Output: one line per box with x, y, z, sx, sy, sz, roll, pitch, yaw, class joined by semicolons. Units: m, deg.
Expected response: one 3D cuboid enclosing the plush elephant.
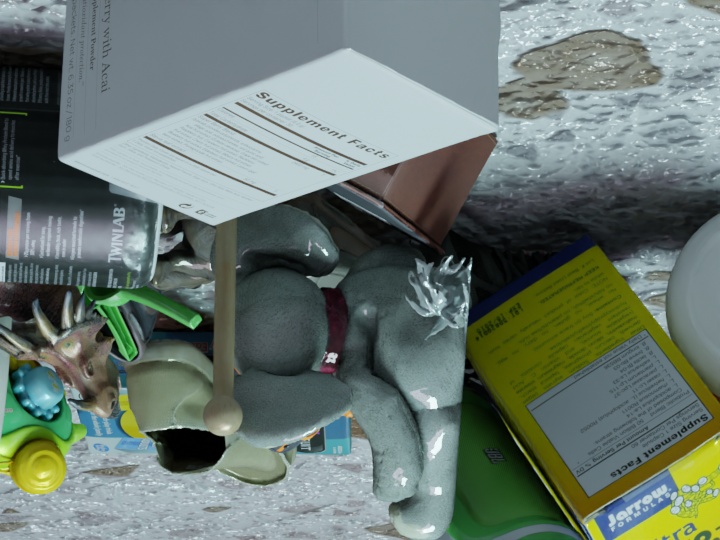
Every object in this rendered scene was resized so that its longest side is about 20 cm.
-0.016;0.049;1.636;0.154;0.165;0.200;4;149;2;plush elephant

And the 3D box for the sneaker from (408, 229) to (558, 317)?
0.112;0.013;1.825;0.086;0.081;0.200;-37;141;19;sneaker

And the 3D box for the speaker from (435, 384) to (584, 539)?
0.075;0.148;1.725;0.088;0.200;0.089;-10;122;-16;speaker

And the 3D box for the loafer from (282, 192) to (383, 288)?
0.000;0.000;1.795;0.072;0.063;0.200;-13;161;18;loafer

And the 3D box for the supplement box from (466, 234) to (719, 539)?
0.156;0.094;1.726;0.109;0.200;0.110;-32;134;-1;supplement box

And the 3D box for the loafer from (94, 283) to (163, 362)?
-0.187;0.002;1.791;0.072;0.063;0.200;-10;156;25;loafer

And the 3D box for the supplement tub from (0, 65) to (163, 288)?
-0.212;-0.055;1.568;0.199;0.123;0.123;4;158;-7;supplement tub

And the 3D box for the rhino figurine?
-0.094;-0.022;1.729;0.087;0.060;0.200;-13;163;-13;rhino figurine

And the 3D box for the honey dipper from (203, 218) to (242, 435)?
-0.076;-0.003;1.589;0.038;0.201;0.038;0;158;0;honey dipper

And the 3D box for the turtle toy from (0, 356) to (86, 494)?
-0.289;0.093;1.972;0.199;0.102;0.146;10;180;-17;turtle toy

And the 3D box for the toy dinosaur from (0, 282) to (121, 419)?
-0.222;0.002;1.649;0.199;0.136;0.086;16;133;-8;toy dinosaur

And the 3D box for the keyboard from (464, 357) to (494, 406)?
0.033;0.059;1.831;0.104;0.040;0.200;-17;149;37;keyboard

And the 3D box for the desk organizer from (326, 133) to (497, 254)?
0.019;-0.071;1.579;0.072;0.077;0.200;29;179;13;desk organizer

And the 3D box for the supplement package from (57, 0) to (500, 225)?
-0.041;-0.117;1.406;0.200;0.122;0.120;-18;152;38;supplement package

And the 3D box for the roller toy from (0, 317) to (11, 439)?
-0.305;0.076;1.812;0.139;0.201;0.182;6;164;-11;roller toy

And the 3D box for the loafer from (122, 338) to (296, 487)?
-0.109;0.114;1.939;0.075;0.069;0.200;-7;152;27;loafer

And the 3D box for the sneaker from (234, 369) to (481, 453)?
-0.005;0.081;1.930;0.200;0.078;0.112;25;124;-25;sneaker

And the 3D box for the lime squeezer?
-0.150;0.021;1.727;0.038;0.071;0.200;-30;-178;-18;lime squeezer

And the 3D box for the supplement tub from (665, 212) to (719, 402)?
0.273;0.050;1.794;0.140;0.141;0.200;-3;158;10;supplement tub

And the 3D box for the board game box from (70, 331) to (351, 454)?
-0.106;0.091;2.039;0.199;0.047;0.151;1;159;1;board game box
